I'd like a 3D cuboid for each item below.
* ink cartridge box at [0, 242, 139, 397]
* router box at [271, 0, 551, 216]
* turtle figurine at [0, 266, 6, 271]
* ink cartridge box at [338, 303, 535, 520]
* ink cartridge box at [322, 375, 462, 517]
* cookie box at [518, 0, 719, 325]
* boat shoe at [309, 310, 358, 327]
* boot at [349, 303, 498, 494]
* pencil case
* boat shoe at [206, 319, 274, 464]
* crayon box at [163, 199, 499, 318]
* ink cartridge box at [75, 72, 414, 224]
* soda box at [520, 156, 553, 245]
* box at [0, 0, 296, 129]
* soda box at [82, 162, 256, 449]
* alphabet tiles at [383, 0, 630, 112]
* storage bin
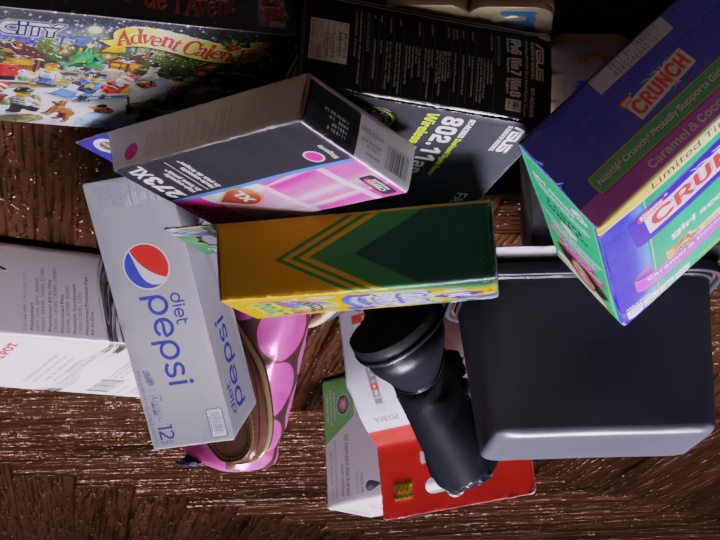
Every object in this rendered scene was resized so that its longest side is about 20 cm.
[{"bbox_3d":[-0.238,0.046,1.249,0.200,0.085,0.146,8,157,-31],"label":"ink cartridge box"},{"bbox_3d":[0.013,-0.089,0.915,0.149,0.062,0.200,7,160,-13],"label":"router box"},{"bbox_3d":[-0.342,-0.017,1.047,0.200,0.101,0.150,-12,-160,26],"label":"turtle figurine"},{"bbox_3d":[0.064,0.110,1.314,0.162,0.201,0.050,-16,160,30],"label":"ink cartridge box"},{"bbox_3d":[0.062,0.172,1.569,0.200,0.146,0.084,-19,154,35],"label":"ink cartridge box"},{"bbox_3d":[0.191,-0.072,0.898,0.171,0.075,0.200,-42,157,-1],"label":"cookie box"},{"bbox_3d":[0.000,0.000,1.189,0.065,0.072,0.200,6,155,-24],"label":"boat shoe"},{"bbox_3d":[0.061,0.101,1.178,0.076,0.168,0.200,-26,-172,4],"label":"boot"},{"bbox_3d":[-0.094,0.063,1.188,0.094,0.200,0.091,22,-162,22],"label":"pencil case"},{"bbox_3d":[-0.126,0.055,1.116,0.072,0.201,0.068,-18,180,25],"label":"boat shoe"},{"bbox_3d":[-0.013,-0.003,0.938,0.199,0.052,0.126,-4,174,6],"label":"crayon box"},{"bbox_3d":[-0.074,-0.063,0.871,0.200,0.037,0.095,-7,154,41],"label":"ink cartridge box"},{"bbox_3d":[0.160,-0.026,1.133,0.068,0.064,0.200,-6,160,4],"label":"soda box"},{"bbox_3d":[-0.151,-0.127,0.850,0.199,0.038,0.137,3,159,-18],"label":"box"},{"bbox_3d":[-0.131,0.019,1.031,0.063,0.201,0.068,-9,-164,13],"label":"soda box"},{"bbox_3d":[0.068,-0.123,0.929,0.195,0.015,0.200,2,161,5],"label":"alphabet tiles"},{"bbox_3d":[0.162,0.067,1.075,0.199,0.135,0.146,0,160,-5],"label":"storage bin"}]
